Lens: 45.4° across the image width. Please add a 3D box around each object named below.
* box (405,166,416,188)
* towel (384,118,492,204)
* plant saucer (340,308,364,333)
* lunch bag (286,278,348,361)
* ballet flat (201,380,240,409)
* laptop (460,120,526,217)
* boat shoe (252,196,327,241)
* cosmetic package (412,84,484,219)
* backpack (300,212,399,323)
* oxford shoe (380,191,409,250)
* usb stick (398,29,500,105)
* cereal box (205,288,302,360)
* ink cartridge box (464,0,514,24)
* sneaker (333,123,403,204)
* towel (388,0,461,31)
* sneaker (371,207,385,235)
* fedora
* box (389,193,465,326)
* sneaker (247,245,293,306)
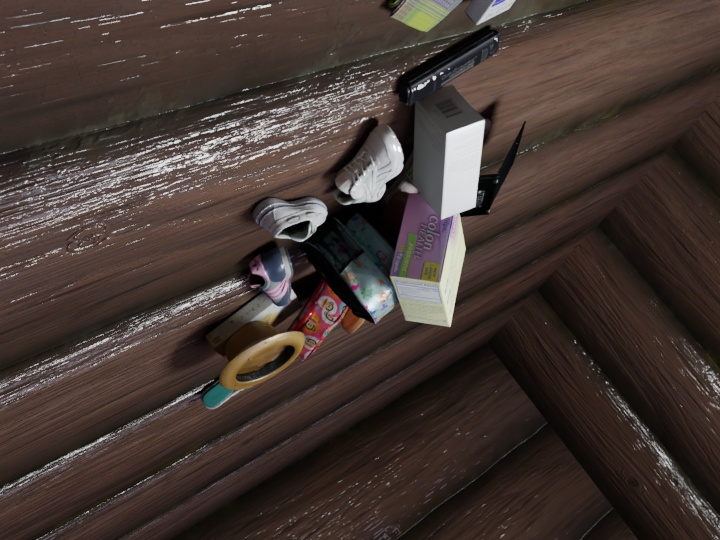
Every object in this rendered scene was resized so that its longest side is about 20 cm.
[{"bbox_3d":[0.166,-0.193,1.700,0.110,0.035,0.200,-40,163,11],"label":"box"},{"bbox_3d":[0.152,-0.220,1.716,0.199,0.032,0.191,-22,158,-42],"label":"towel"},{"bbox_3d":[0.002,0.041,1.929,0.201,0.037,0.201,-57,-165,25],"label":"plant saucer"},{"bbox_3d":[-0.088,0.098,1.866,0.177,0.081,0.201,-53,-177,45],"label":"lunch bag"},{"bbox_3d":[-0.287,0.253,2.021,0.199,0.070,0.069,-34,164,0],"label":"ballet flat"},{"bbox_3d":[0.236,-0.199,1.747,0.197,0.118,0.188,-6,160,0],"label":"laptop"},{"bbox_3d":[-0.110,-0.079,1.474,0.074,0.067,0.199,-45,162,26],"label":"boat shoe"},{"bbox_3d":[0.150,-0.203,1.505,0.080,0.113,0.201,-21,142,-15],"label":"cosmetic package"},{"bbox_3d":[0.000,0.000,1.683,0.150,0.201,0.178,-36,163,-4],"label":"backpack"},{"bbox_3d":[0.087,-0.083,1.741,0.075,0.070,0.202,-39,147,-40],"label":"oxford shoe"},{"bbox_3d":[0.145,-0.332,1.401,0.199,0.033,0.056,-33,156,-17],"label":"usb stick"},{"bbox_3d":[-0.218,0.104,1.785,0.199,0.040,0.144,-37,164,-5],"label":"cereal box"},{"bbox_3d":[0.233,-0.442,1.230,0.094,0.037,0.200,-35,173,-39],"label":"ink cartridge box"},{"bbox_3d":[0.007,-0.169,1.473,0.099,0.078,0.201,-25,158,-28],"label":"sneaker"},{"bbox_3d":[0.131,-0.413,1.171,0.200,0.023,0.143,-45,163,23],"label":"towel"},{"bbox_3d":[0.029,-0.057,1.817,0.199,0.076,0.079,-40,166,8],"label":"sneaker"},{"bbox_3d":[-0.209,0.159,1.736,0.199,0.082,0.201,-29,157,-13],"label":"fedora"},{"bbox_3d":[0.132,-0.017,1.639,0.201,0.095,0.178,68,33,-62],"label":"box"},{"bbox_3d":[-0.175,0.016,1.624,0.081,0.071,0.201,-15,155,-14],"label":"sneaker"}]
